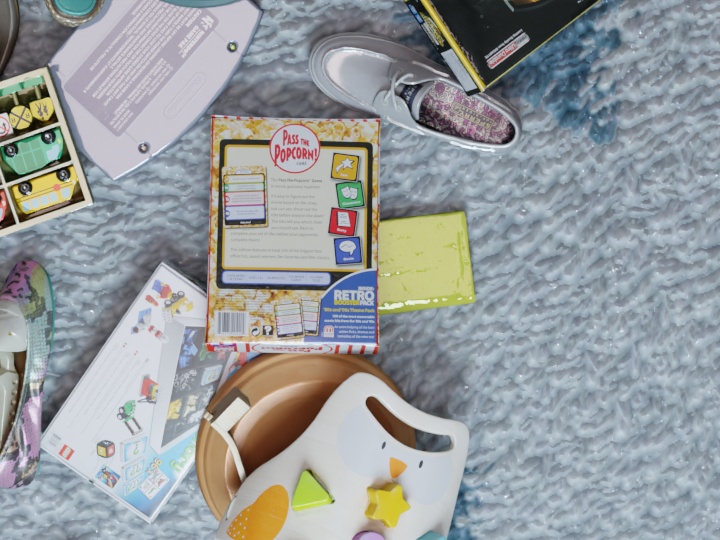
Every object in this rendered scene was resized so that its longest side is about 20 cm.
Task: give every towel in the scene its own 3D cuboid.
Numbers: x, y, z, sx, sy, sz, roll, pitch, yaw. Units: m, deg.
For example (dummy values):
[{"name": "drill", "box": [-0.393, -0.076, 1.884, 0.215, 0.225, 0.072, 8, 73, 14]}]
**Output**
[{"name": "towel", "box": [0.000, 0.000, 1.790, 0.198, 0.018, 0.087, -8, 101, -1]}]

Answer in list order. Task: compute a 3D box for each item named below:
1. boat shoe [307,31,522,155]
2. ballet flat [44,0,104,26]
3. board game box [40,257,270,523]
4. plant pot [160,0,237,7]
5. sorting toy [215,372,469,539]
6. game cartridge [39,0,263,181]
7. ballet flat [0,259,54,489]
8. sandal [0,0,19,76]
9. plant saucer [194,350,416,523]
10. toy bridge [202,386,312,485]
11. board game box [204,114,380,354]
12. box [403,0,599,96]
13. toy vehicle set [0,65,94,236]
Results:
[{"name": "boat shoe", "box": [0.048, -0.150, 1.748, 0.199, 0.069, 0.072, 28, 95, -4]}, {"name": "ballet flat", "box": [-0.240, -0.306, 1.723, 0.070, 0.065, 0.202, 13, 83, -16]}, {"name": "board game box", "box": [-0.179, 0.107, 1.780, 0.126, 0.035, 0.201, 35, 98, -5]}, {"name": "plant pot", "box": [-0.124, -0.323, 1.648, 0.198, 0.134, 0.203, 0, 91, -14]}, {"name": "sorting toy", "box": [0.010, 0.190, 1.705, 0.199, 0.107, 0.181, 27, 82, -18]}, {"name": "game cartridge", "box": [-0.184, -0.183, 1.757, 0.133, 0.041, 0.200, 42, 94, -1]}, {"name": "ballet flat", "box": [-0.309, 0.091, 1.752, 0.069, 0.071, 0.202, 6, 92, 40]}, {"name": "sandal", "box": [-0.354, -0.175, 1.743, 0.081, 0.055, 0.202, 24, 95, -4]}, {"name": "plant saucer", "box": [-0.046, 0.165, 1.772, 0.198, 0.037, 0.202, -3, 106, -9]}, {"name": "toy bridge", "box": [-0.064, 0.184, 1.740, 0.200, 0.027, 0.067, 42, 96, -20]}, {"name": "board game box", "box": [-0.057, -0.031, 1.740, 0.150, 0.046, 0.202, 2, 79, -2]}, {"name": "box", "box": [0.127, -0.271, 1.718, 0.199, 0.049, 0.160, -37, 96, -15]}, {"name": "toy vehicle set", "box": [-0.341, -0.085, 1.726, 0.198, 0.027, 0.125, -19, 99, -1]}]
